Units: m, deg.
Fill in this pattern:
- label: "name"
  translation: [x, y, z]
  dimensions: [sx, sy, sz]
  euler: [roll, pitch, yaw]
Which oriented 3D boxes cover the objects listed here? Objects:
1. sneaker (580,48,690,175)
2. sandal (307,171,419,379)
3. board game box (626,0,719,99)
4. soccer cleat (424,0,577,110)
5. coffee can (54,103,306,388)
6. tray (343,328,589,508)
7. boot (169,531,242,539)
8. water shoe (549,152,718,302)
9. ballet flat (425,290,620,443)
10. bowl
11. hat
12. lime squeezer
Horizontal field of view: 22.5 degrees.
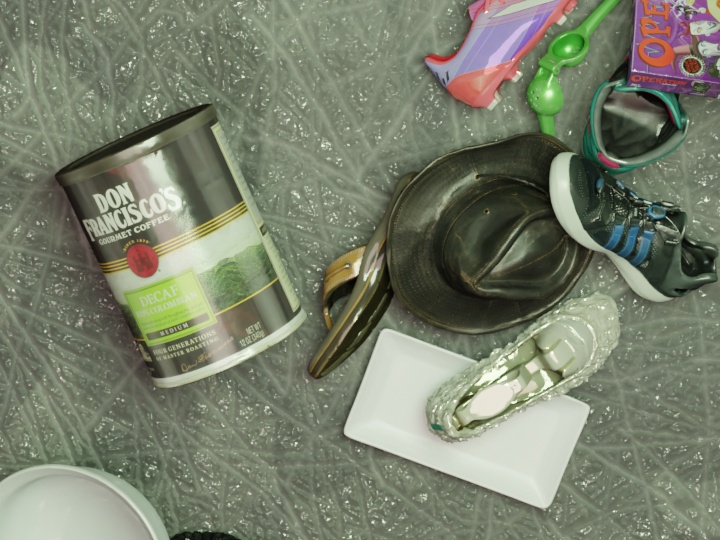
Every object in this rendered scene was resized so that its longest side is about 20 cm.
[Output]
- label: "sneaker"
  translation: [0.246, -0.165, 1.503]
  dimensions: [0.083, 0.121, 0.200]
  euler: [25, 102, -3]
- label: "sandal"
  translation: [0.000, 0.000, 1.574]
  dimensions: [0.054, 0.082, 0.201]
  euler: [27, 100, 17]
- label: "board game box"
  translation: [0.283, -0.232, 1.476]
  dimensions: [0.120, 0.032, 0.201]
  euler: [6, 64, 4]
- label: "soccer cleat"
  translation: [0.138, -0.226, 1.526]
  dimensions: [0.076, 0.067, 0.200]
  euler: [38, 104, -1]
- label: "coffee can"
  translation: [-0.150, -0.022, 1.537]
  dimensions: [0.146, 0.146, 0.201]
  euler: [-23, 101, 7]
- label: "tray"
  translation: [0.095, 0.131, 1.623]
  dimensions: [0.199, 0.022, 0.108]
  euler: [21, 101, -2]
- label: "boot"
  translation: [-0.088, 0.332, 1.644]
  dimensions: [0.210, 0.079, 0.158]
  euler: [13, 102, 0]
- label: "water shoe"
  translation: [0.232, -0.045, 1.517]
  dimensions: [0.079, 0.072, 0.200]
  euler: [-16, 143, 34]
- label: "ballet flat"
  translation: [0.148, 0.090, 1.571]
  dimensions: [0.200, 0.072, 0.072]
  euler: [-34, 99, -3]
- label: "bowl"
  translation: [-0.243, 0.258, 1.618]
  dimensions: [0.200, 0.090, 0.202]
  euler: [4, 103, 19]
- label: "hat"
  translation: [0.126, -0.015, 1.530]
  dimensions: [0.200, 0.081, 0.201]
  euler: [-8, 117, -16]
- label: "lime squeezer"
  translation: [0.181, -0.167, 1.536]
  dimensions: [0.070, 0.038, 0.201]
  euler: [16, 103, -28]
